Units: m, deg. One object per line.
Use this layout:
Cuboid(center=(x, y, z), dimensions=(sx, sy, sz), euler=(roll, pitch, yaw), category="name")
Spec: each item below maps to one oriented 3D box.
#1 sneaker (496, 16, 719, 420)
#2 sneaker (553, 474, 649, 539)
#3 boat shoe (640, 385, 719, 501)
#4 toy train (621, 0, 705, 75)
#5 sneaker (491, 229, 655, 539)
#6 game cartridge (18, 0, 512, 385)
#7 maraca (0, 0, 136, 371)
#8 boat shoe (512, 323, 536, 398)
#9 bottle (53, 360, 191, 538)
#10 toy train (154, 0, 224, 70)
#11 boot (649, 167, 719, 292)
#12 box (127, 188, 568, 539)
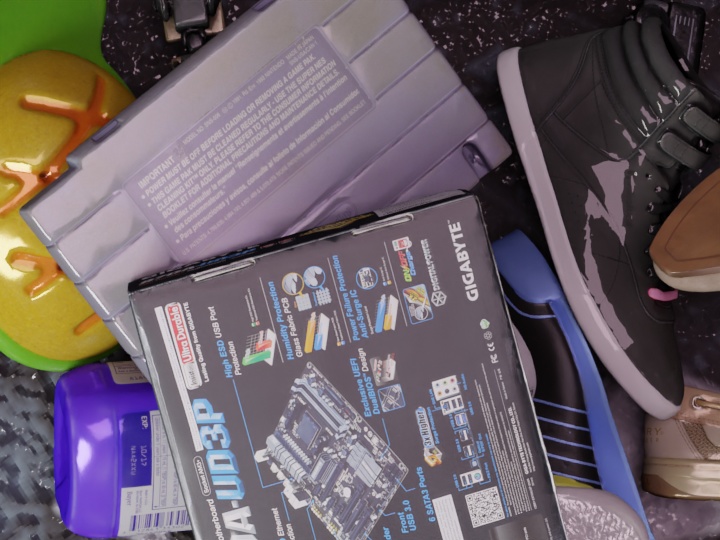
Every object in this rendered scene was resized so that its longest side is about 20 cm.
Cuboid(center=(0.143, -0.033, 1.063), dimensions=(0.099, 0.071, 0.202), euler=(-23, 80, 21), category="sneaker")
Cuboid(center=(0.040, 0.131, 1.038), dimensions=(0.198, 0.105, 0.077), euler=(-6, 95, 9), category="sneaker")
Cuboid(center=(0.242, 0.085, 1.097), dimensions=(0.198, 0.071, 0.065), euler=(2, 86, -7), category="boat shoe")
Cuboid(center=(0.168, -0.181, 1.125), dimensions=(0.045, 0.034, 0.202), euler=(9, 85, -10), category="toy train")
Cuboid(center=(0.085, 0.084, 1.076), dimensions=(0.077, 0.070, 0.202), euler=(-19, 86, -5), category="sneaker")
Cuboid(center=(-0.042, -0.042, 0.988), dimensions=(0.200, 0.038, 0.130), euler=(-40, 97, -13), category="game cartridge")
Cuboid(center=(-0.150, -0.052, 1.025), dimensions=(0.137, 0.106, 0.202), euler=(-24, 106, -46), category="maraca")
Cuboid(center=(0.000, 0.000, 1.044), dimensions=(0.070, 0.071, 0.201), euler=(-23, 71, -41), category="boat shoe")
Cuboid(center=(-0.048, 0.081, 1.052), dimensions=(0.198, 0.065, 0.084), euler=(-4, 120, -16), category="bottle")
Cuboid(center=(-0.085, -0.139, 1.070), dimensions=(0.034, 0.046, 0.202), euler=(-10, 82, -2), category="toy train")
Cuboid(center=(0.237, -0.003, 1.071), dimensions=(0.199, 0.147, 0.070), euler=(-25, 50, -8), category="boot")
Cuboid(center=(-0.001, 0.081, 0.946), dimensions=(0.157, 0.046, 0.202), euler=(-16, 95, -4), category="box")
